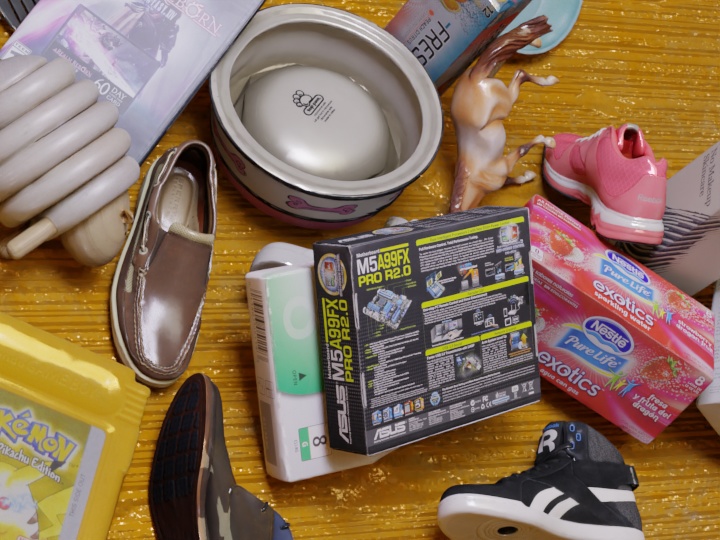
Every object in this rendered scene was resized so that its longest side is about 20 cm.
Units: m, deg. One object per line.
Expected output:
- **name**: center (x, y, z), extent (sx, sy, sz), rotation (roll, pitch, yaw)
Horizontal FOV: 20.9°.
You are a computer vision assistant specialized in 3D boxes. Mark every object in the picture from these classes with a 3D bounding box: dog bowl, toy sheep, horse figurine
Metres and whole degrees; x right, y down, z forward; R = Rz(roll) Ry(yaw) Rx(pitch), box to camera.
- **dog bowl**: center (-0.036, -0.121, 1.611), extent (0.199, 0.074, 0.201), rotation (9, 54, -13)
- **toy sheep**: center (-0.241, -0.091, 1.464), extent (0.138, 0.138, 0.201), rotation (-41, 105, -38)
- **horse figurine**: center (0.118, -0.124, 1.683), extent (0.132, 0.201, 0.050), rotation (-25, 39, -38)

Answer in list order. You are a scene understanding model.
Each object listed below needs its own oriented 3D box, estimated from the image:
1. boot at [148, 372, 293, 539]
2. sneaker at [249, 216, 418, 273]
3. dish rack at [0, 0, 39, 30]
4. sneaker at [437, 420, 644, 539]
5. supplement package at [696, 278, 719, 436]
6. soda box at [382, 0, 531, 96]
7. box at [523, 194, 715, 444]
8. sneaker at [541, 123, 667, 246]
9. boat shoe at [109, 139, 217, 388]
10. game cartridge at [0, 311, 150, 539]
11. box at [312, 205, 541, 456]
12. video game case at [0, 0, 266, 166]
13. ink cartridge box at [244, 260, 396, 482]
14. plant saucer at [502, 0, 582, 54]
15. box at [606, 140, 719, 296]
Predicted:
- **boot**: center (-0.100, 0.181, 1.448), extent (0.097, 0.075, 0.201), rotation (17, 65, -35)
- **sneaker**: center (0.000, 0.000, 1.595), extent (0.199, 0.074, 0.116), rotation (27, 52, -26)
- **dish rack**: center (-0.229, -0.274, 1.611), extent (0.199, 0.055, 0.154), rotation (-21, 77, -36)
- **sneaker**: center (0.140, 0.171, 1.587), extent (0.199, 0.073, 0.112), rotation (16, 55, -32)
- **supplement package**: center (0.403, 0.065, 1.706), extent (0.151, 0.151, 0.201), rotation (47, 45, -39)
- **soda box**: center (0.069, -0.203, 1.652), extent (0.063, 0.200, 0.069), rotation (-33, 84, -37)
- **box**: center (0.195, 0.041, 1.650), extent (0.199, 0.096, 0.100), rotation (33, 33, -11)
- **sneaker**: center (0.223, -0.093, 1.706), extent (0.073, 0.087, 0.200), rotation (7, 21, -21)
- **boat shoe**: center (-0.147, -0.012, 1.508), extent (0.074, 0.075, 0.203), rotation (14, 60, -23)
- **game cartridge**: center (-0.253, 0.131, 1.401), extent (0.176, 0.032, 0.201), rotation (24, 57, -17)
- **box**: center (0.055, 0.042, 1.510), extent (0.199, 0.044, 0.161), rotation (-14, 102, -42)
- **video game case**: center (-0.182, -0.191, 1.551), extent (0.143, 0.019, 0.200), rotation (36, 81, 1)
- **ink cartridge box**: center (0.014, 0.065, 1.520), extent (0.199, 0.050, 0.162), rotation (-11, 101, -24)
- **plant saucer**: center (0.135, -0.298, 1.809), extent (0.199, 0.036, 0.201), rotation (6, 81, -45)
- **box**: center (0.289, -0.036, 1.692), extent (0.068, 0.200, 0.083), rotation (22, 56, -18)
